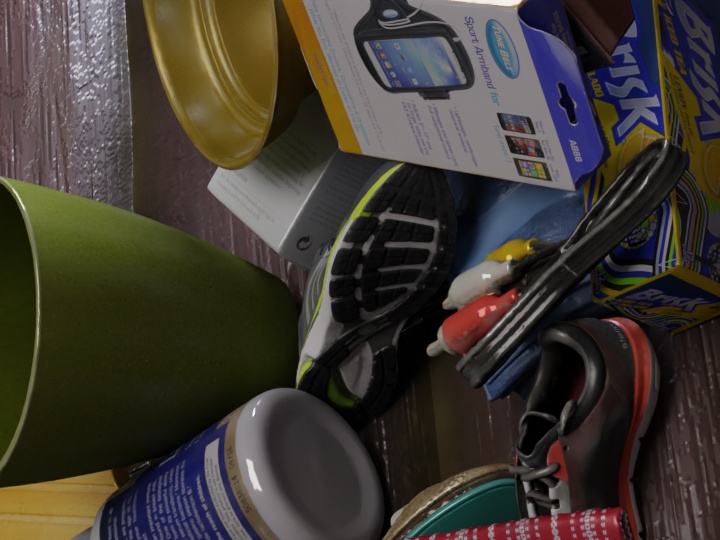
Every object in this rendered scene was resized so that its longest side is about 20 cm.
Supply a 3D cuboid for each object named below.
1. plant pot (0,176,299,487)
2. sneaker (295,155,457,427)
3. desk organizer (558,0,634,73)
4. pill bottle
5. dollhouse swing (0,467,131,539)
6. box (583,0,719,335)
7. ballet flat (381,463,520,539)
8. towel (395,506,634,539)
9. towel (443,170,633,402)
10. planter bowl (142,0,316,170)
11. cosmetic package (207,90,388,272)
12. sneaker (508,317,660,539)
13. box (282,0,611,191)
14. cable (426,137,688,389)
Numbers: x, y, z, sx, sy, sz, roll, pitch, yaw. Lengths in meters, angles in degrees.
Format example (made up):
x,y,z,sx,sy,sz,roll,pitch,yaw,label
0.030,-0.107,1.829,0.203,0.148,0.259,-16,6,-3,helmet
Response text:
x,y,z,sx,sy,sz,roll,pitch,yaw,label
-0.144,0.044,1.646,0.187,0.199,0.188,-14,74,58,plant pot
0.000,0.000,1.597,0.081,0.073,0.200,-103,28,-43,sneaker
0.076,-0.147,1.516,0.200,0.072,0.077,-14,35,55,desk organizer
-0.091,0.164,1.624,0.200,0.115,0.116,-34,51,32,pill bottle
-0.271,0.194,1.772,0.176,0.181,0.201,-14,61,65,dollhouse swing
0.166,-0.073,1.490,0.064,0.070,0.201,-25,56,39,box
0.023,0.174,1.541,0.200,0.070,0.065,-50,30,14,ballet flat
0.086,0.203,1.439,0.199,0.022,0.145,-14,98,43,towel
0.090,-0.030,1.568,0.112,0.048,0.201,-40,48,27,towel
-0.058,-0.167,1.625,0.200,0.083,0.201,40,136,54,planter bowl
-0.003,-0.104,1.681,0.201,0.074,0.102,-58,42,8,cosmetic package
0.106,0.121,1.454,0.077,0.082,0.201,-3,79,44,sneaker
0.053,-0.110,1.466,0.199,0.119,0.041,11,44,40,box
0.096,-0.005,1.431,0.097,0.050,0.200,-55,4,-39,cable
